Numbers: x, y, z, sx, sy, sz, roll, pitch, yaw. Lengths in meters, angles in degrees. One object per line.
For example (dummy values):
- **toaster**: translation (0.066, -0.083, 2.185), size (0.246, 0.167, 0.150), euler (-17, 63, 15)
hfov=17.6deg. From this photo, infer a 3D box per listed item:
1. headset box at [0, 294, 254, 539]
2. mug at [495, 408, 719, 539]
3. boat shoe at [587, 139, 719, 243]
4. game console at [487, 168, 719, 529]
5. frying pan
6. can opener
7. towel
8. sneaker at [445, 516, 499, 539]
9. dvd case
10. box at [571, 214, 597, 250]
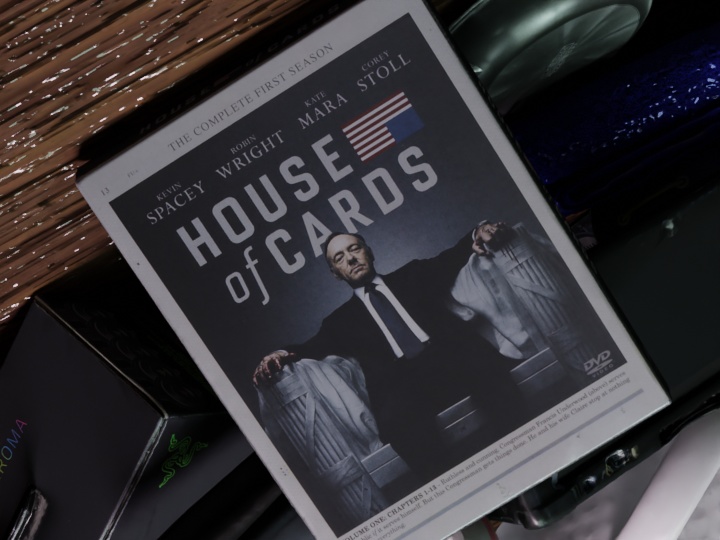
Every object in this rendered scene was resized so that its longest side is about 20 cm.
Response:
- **headset box**: translation (-0.096, 0.106, 1.046), size (0.200, 0.093, 0.175), euler (2, 121, -55)
- **mug**: translation (0.163, 0.112, 1.150), size (0.176, 0.147, 0.200), euler (-55, 165, -7)
- **boat shoe**: translation (0.209, -0.045, 1.131), size (0.201, 0.060, 0.072), euler (-13, 137, 8)
- **game console**: translation (0.113, 0.018, 1.040), size (0.200, 0.117, 0.176), euler (-29, -165, -29)
- **frying pan**: translation (0.054, -0.095, 0.934), size (0.115, 0.031, 0.190), euler (-42, 160, 32)
- **can opener**: translation (-0.024, 0.088, 0.961), size (0.200, 0.063, 0.079), euler (-44, 128, -36)
- **towel**: translation (0.149, -0.072, 1.045), size (0.199, 0.050, 0.148), euler (-26, 173, -9)
- **sneaker**: translation (0.037, 0.143, 1.037), size (0.104, 0.076, 0.200), euler (-7, 158, -28)
- **dvd case**: translation (0.007, 0.006, 0.895), size (0.150, 0.200, 0.025), euler (-32, -164, 7)
- **box**: translation (0.219, -0.038, 1.279), size (0.160, 0.044, 0.200), euler (-39, 159, 27)
